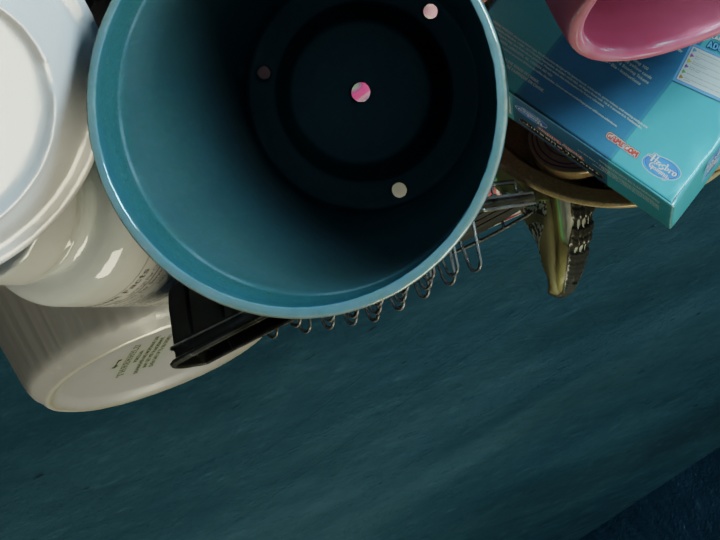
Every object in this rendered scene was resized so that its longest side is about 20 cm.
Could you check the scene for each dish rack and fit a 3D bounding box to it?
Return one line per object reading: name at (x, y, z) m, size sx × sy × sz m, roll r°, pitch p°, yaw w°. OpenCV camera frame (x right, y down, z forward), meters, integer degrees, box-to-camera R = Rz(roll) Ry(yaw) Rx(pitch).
dish rack at (0.000, 0.000, 1.482) m, size 0.200 × 0.055 × 0.153 m, roll -10°, pitch 171°, yaw -34°

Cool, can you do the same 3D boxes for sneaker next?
sneaker at (0.091, -0.076, 1.640) m, size 0.089 × 0.200 × 0.077 m, roll -15°, pitch 174°, yaw 17°

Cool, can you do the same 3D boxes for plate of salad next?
plate of salad at (-0.219, -0.080, 1.238) m, size 0.200 × 0.048 × 0.200 m, roll -10°, pitch 121°, yaw -17°

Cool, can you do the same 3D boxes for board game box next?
board game box at (0.170, -0.147, 1.449) m, size 0.200 × 0.151 × 0.047 m, roll -51°, pitch 167°, yaw -10°

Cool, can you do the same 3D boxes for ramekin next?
ramekin at (-0.145, 0.018, 1.686) m, size 0.202 × 0.094 × 0.202 m, roll -22°, pitch 166°, yaw -6°

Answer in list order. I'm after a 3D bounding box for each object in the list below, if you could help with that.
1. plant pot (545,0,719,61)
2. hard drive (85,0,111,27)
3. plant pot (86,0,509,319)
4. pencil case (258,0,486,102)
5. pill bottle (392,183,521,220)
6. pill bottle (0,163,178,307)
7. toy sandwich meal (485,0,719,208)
plant pot at (0.149, -0.225, 1.248) m, size 0.200 × 0.179 × 0.200 m, roll -25°, pitch 165°, yaw -8°
hard drive at (-0.091, -0.154, 1.351) m, size 0.140 × 0.038 × 0.200 m, roll -18°, pitch 162°, yaw -28°
plant pot at (-0.015, -0.084, 1.301) m, size 0.200 × 0.200 × 0.188 m, roll -30°, pitch 179°, yaw 11°
pencil case at (-0.011, -0.119, 1.458) m, size 0.200 × 0.087 × 0.087 m, roll -45°, pitch 157°, yaw 28°
pill bottle at (0.048, -0.071, 1.711) m, size 0.200 × 0.110 × 0.110 m, roll -24°, pitch 164°, yaw -11°
pill bottle at (-0.154, -0.036, 1.485) m, size 0.114 × 0.114 × 0.200 m, roll -34°, pitch 163°, yaw 26°
toy sandwich meal at (0.141, -0.131, 1.507) m, size 0.205 × 0.205 × 0.070 m, roll -23°, pitch 154°, yaw -13°
